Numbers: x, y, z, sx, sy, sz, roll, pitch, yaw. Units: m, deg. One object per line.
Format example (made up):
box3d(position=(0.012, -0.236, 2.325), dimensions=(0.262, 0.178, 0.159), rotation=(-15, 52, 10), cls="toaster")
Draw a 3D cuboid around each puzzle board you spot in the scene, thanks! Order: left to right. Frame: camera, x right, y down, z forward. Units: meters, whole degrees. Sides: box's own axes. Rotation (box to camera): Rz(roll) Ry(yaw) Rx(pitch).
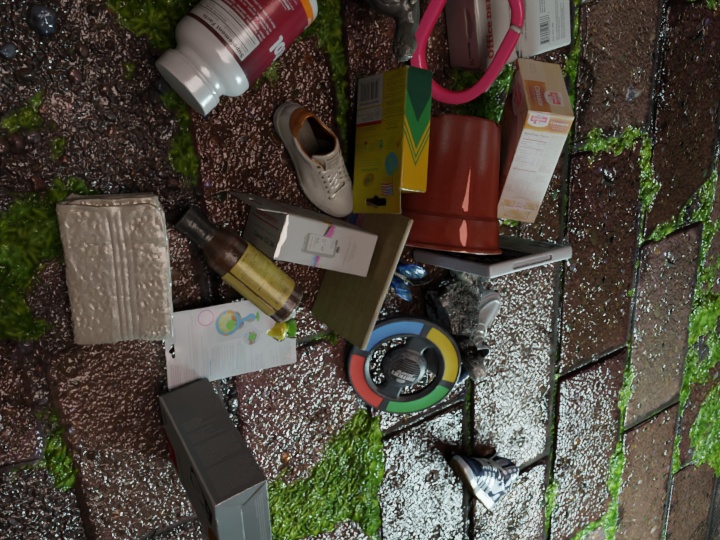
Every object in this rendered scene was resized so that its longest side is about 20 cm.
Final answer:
box3d(position=(0.000, 0.000, 1.043), dimensions=(0.017, 0.150, 0.203), rotation=(16, 97, -38), cls="puzzle board")

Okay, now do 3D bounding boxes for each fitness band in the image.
box3d(position=(0.154, -0.345, 1.017), dimensions=(0.201, 0.143, 0.037), rotation=(-60, 174, 34), cls="fitness band")

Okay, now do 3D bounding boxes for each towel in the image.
box3d(position=(-0.313, -0.001, 0.886), dimensions=(0.130, 0.035, 0.203), rotation=(-3, 109, -12), cls="towel")

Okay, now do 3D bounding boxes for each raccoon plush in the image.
box3d(position=(0.202, 0.080, 1.216), dimensions=(0.133, 0.097, 0.202), rotation=(-24, 88, -19), cls="raccoon plush")

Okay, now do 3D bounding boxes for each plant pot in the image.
box3d(position=(0.133, -0.137, 1.070), dimensions=(0.198, 0.200, 0.198), rotation=(2, 97, -34), cls="plant pot")

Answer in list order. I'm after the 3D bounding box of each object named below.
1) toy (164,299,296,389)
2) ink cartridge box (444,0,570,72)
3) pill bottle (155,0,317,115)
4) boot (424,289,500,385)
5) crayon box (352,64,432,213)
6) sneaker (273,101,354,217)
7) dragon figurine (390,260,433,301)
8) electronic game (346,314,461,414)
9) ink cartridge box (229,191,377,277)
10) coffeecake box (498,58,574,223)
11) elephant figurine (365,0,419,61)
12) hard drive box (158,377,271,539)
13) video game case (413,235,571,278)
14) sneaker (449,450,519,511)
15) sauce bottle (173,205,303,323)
box3d(position=(-0.192, 0.096, 1.013), dimensions=(0.197, 0.047, 0.117), rotation=(-8, 110, -25), cls="toy")
box3d(position=(0.234, -0.414, 1.092), dimensions=(0.198, 0.083, 0.149), rotation=(-23, 118, -25), cls="ink cartridge box")
box3d(position=(-0.155, -0.295, 0.857), dimensions=(0.200, 0.113, 0.113), rotation=(-48, 126, -9), cls="pill bottle")
box3d(position=(0.212, 0.127, 1.265), dimensions=(0.200, 0.095, 0.074), rotation=(-47, 126, -11), cls="boot")
box3d(position=(0.043, -0.183, 0.997), dimensions=(0.050, 0.126, 0.203), rotation=(1, 95, -34), cls="crayon box")
box3d(position=(-0.054, -0.148, 0.996), dimensions=(0.073, 0.084, 0.201), rotation=(-45, 128, -14), cls="sneaker")
box3d(position=(0.067, 0.010, 1.123), dimensions=(0.199, 0.099, 0.059), rotation=(31, 90, -39), cls="dragon figurine")
box3d(position=(0.074, 0.164, 1.172), dimensions=(0.197, 0.042, 0.203), rotation=(-1, 119, -1), cls="electronic game")
box3d(position=(-0.090, -0.052, 0.986), dimensions=(0.198, 0.116, 0.068), rotation=(12, 100, -35), cls="ink cartridge box")
box3d(position=(0.264, -0.206, 1.096), dimensions=(0.072, 0.155, 0.202), rotation=(8, 134, -2), cls="coffeecake box")
box3d(position=(0.041, -0.414, 0.926), dimensions=(0.201, 0.154, 0.142), rotation=(-55, 150, -15), cls="elephant figurine")
box3d(position=(-0.202, 0.279, 0.956), dimensions=(0.076, 0.200, 0.158), rotation=(-19, 134, -26), cls="hard drive box")
box3d(position=(0.216, -0.028, 1.147), dimensions=(0.180, 0.199, 0.024), rotation=(-12, 105, -30), cls="video game case")
box3d(position=(0.259, 0.407, 1.413), dimensions=(0.108, 0.070, 0.201), rotation=(-42, 132, -8), cls="sneaker")
box3d(position=(-0.169, -0.011, 0.956), dimensions=(0.200, 0.065, 0.065), rotation=(43, 81, -18), cls="sauce bottle")
